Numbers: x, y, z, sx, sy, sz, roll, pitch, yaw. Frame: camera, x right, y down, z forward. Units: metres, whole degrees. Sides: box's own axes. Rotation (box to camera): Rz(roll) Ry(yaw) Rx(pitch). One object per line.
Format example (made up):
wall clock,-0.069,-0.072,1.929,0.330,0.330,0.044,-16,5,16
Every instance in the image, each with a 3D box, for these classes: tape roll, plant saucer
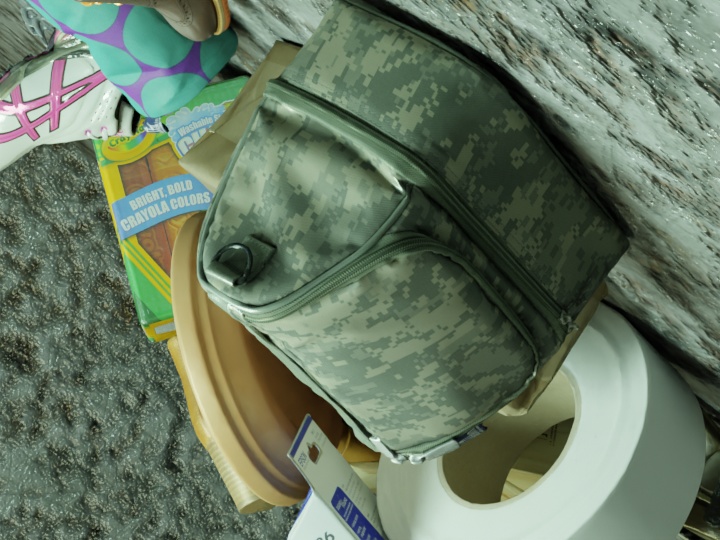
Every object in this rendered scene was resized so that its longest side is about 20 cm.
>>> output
tape roll,0.109,0.115,1.379,0.071,0.203,0.202,42,174,-36
plant saucer,-0.060,0.053,1.467,0.200,0.037,0.201,-18,-90,-71

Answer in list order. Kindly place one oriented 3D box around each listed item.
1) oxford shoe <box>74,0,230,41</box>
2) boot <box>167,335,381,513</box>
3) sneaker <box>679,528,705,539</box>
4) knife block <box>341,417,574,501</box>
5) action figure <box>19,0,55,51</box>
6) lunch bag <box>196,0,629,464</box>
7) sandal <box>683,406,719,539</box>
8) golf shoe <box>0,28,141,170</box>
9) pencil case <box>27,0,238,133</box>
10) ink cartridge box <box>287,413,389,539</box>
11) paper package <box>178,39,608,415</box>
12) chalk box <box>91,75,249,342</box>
oxford shoe,-0.142,-0.180,1.288,0.071,0.073,0.200,34,173,36
boot,-0.037,0.090,1.597,0.201,0.071,0.144,-4,-114,-43
sneaker,0.264,0.181,1.541,0.199,0.070,0.093,35,167,15
knife block,0.054,0.110,1.571,0.175,0.064,0.200,14,160,-8
action figure,-0.275,-0.241,1.691,0.200,0.069,0.130,41,180,13
lunch bag,0.020,-0.009,1.128,0.139,0.168,0.200,34,173,39
sandal,0.231,0.133,1.447,0.200,0.081,0.054,31,-167,27
golf shoe,-0.199,-0.115,1.533,0.092,0.200,0.073,50,-157,-4
pencil case,-0.170,-0.180,1.406,0.092,0.085,0.200,-9,138,42
ink cartridge box,0.012,0.185,1.387,0.200,0.039,0.099,51,-168,-4
paper package,0.017,-0.027,1.337,0.200,0.104,0.191,41,174,-26
chalk box,-0.123,-0.064,1.626,0.124,0.124,0.201,115,139,-82
